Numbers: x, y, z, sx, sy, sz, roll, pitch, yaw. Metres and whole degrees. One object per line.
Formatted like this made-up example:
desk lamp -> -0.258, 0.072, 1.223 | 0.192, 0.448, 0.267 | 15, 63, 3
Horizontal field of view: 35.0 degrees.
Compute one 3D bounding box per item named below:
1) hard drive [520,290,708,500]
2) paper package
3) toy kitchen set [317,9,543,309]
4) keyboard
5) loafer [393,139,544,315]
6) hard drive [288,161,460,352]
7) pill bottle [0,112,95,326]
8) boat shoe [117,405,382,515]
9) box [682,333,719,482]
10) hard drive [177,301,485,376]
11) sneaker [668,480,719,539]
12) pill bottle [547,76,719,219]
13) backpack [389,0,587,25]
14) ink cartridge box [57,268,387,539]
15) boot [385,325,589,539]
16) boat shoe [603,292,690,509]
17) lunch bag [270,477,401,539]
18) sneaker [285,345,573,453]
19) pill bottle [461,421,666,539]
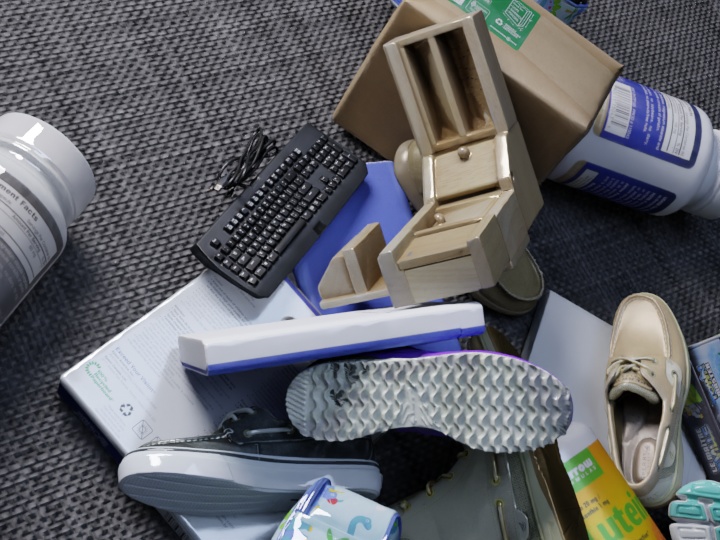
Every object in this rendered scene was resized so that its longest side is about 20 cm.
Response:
hard drive -> 0.239, 0.121, 1.065 | 0.200, 0.027, 0.132 | 30, 56, -8
paper package -> 0.104, -0.164, 1.054 | 0.200, 0.191, 0.103 | 35, 53, -3
toy kitchen set -> 0.027, -0.080, 0.902 | 0.181, 0.163, 0.200 | 70, 24, -14
keyboard -> -0.071, -0.067, 0.955 | 0.104, 0.040, 0.200 | 31, 45, 5
loafer -> 0.109, -0.041, 1.040 | 0.200, 0.067, 0.076 | 49, 47, -18
hard drive -> 0.000, 0.000, 1.010 | 0.132, 0.025, 0.200 | -8, 68, -28
pill bottle -> -0.290, -0.018, 0.842 | 0.114, 0.114, 0.200 | 34, 55, -4
boat shoe -> -0.081, 0.136, 0.838 | 0.200, 0.072, 0.071 | 8, 57, -28
box -> 0.361, 0.158, 1.070 | 0.110, 0.035, 0.200 | -15, 80, -38
hard drive -> -0.026, 0.048, 0.844 | 0.200, 0.132, 0.025 | -7, 91, -17
sneaker -> 0.310, 0.281, 0.984 | 0.078, 0.091, 0.200 | -2, 82, 19
pill bottle -> 0.286, -0.123, 1.160 | 0.200, 0.120, 0.120 | 18, 58, -16
backpack -> 0.117, -0.292, 1.136 | 0.200, 0.147, 0.183 | 47, 25, 10
ink cartridge box -> -0.098, 0.105, 0.900 | 0.200, 0.041, 0.200 | -38, 83, -28
boot -> 0.077, 0.157, 0.884 | 0.072, 0.155, 0.200 | 21, 48, -58
boat shoe -> 0.248, 0.105, 1.007 | 0.065, 0.072, 0.200 | 42, 48, -51
lunch bag -> -0.045, 0.258, 0.783 | 0.082, 0.161, 0.200 | 22, 56, 14
sneaker -> 0.053, 0.084, 0.832 | 0.200, 0.100, 0.070 | 3, 97, 8
pill bottle -> 0.166, 0.195, 0.939 | 0.111, 0.111, 0.200 | -26, 77, -33
